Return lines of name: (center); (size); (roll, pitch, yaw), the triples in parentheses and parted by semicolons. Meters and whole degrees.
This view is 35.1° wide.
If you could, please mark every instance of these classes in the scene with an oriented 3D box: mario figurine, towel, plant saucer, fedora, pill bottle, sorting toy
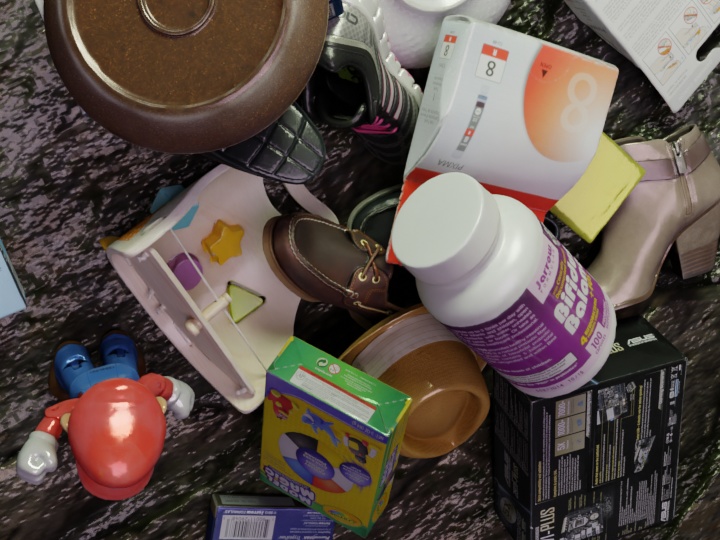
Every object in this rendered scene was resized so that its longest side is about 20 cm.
mario figurine: (-0.199, 0.124, 0.897); (0.123, 0.200, 0.106); (-44, 114, 0)
towel: (0.158, -0.118, 1.020); (0.199, 0.018, 0.086); (38, 97, -12)
plant saucer: (-0.120, -0.181, 0.765); (0.198, 0.034, 0.203); (0, 89, 2)
fedora: (0.056, 0.108, 0.998); (0.199, 0.082, 0.201); (-22, 148, -15)
pill bottle: (0.113, 0.011, 0.899); (0.113, 0.112, 0.200); (-49, 131, 2)
sorting toy: (-0.100, -0.020, 0.945); (0.180, 0.106, 0.201); (-43, 132, -16)

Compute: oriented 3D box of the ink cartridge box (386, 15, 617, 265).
ink cartridge box: (0.116, -0.090, 0.934); (0.161, 0.050, 0.202); (9, 96, -33)

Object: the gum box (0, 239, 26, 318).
gum box: (-0.385, -0.013, 0.876); (0.198, 0.045, 0.171); (-23, 113, -11)

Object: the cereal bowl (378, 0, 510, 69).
cereal bowl: (0.047, -0.260, 0.923); (0.198, 0.083, 0.202); (-6, 109, -16)

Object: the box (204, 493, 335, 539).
box: (-0.096, 0.311, 1.084); (0.120, 0.032, 0.202); (6, 104, -20)

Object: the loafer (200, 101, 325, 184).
loafer: (-0.113, -0.123, 0.877); (0.199, 0.072, 0.073); (32, 80, 7)

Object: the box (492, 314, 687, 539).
box: (0.218, 0.164, 1.098); (0.162, 0.086, 0.202); (-14, 121, -14)

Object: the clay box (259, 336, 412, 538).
clay box: (-0.027, 0.153, 0.971); (0.048, 0.114, 0.201); (-53, 162, -37)

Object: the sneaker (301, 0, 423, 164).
sneaker: (-0.004, -0.138, 0.911); (0.200, 0.073, 0.088); (61, 43, -53)

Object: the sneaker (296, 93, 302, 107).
sneaker: (-0.108, -0.209, 0.901); (0.078, 0.070, 0.201); (-45, 111, -26)

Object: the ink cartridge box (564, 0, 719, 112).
ink cartridge box: (0.273, -0.269, 1.024); (0.163, 0.050, 0.200); (-49, 123, 1)

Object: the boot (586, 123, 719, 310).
boot: (0.254, -0.049, 1.076); (0.198, 0.070, 0.148); (-20, 106, -13)

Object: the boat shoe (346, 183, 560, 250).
boat shoe: (0.089, -0.035, 1.017); (0.197, 0.066, 0.075); (4, 105, -20)

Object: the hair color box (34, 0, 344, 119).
hair color box: (-0.121, -0.192, 0.811); (0.198, 0.061, 0.101); (-24, 89, 3)

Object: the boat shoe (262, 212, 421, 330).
boat shoe: (0.000, 0.000, 0.962); (0.199, 0.070, 0.071); (29, 59, -50)
